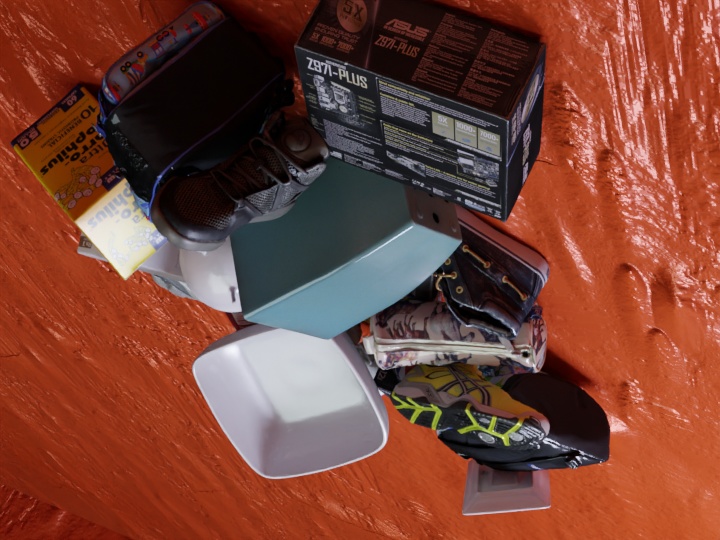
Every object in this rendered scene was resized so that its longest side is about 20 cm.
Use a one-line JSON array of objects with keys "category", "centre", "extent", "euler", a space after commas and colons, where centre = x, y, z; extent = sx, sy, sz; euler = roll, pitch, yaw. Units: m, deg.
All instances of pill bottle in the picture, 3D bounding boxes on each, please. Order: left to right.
[{"category": "pill bottle", "centre": [-0.112, 0.030, 1.655], "extent": [0.112, 0.113, 0.201], "euler": [-1, 125, 47]}]

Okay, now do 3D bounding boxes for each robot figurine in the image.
[{"category": "robot figurine", "centre": [-0.127, -0.025, 1.478], "extent": [0.169, 0.200, 0.113], "euler": [41, 112, -2]}]

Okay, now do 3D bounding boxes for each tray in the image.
[{"category": "tray", "centre": [0.182, 0.257, 1.702], "extent": [0.106, 0.022, 0.200], "euler": [-7, -171, 8]}]

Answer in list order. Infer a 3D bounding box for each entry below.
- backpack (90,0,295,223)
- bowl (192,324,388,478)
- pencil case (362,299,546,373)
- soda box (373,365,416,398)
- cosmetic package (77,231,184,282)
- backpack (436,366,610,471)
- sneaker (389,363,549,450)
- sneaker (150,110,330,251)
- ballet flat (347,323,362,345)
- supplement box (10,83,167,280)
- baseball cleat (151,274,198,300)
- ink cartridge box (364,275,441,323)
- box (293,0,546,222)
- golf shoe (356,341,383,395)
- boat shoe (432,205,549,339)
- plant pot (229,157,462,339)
[{"category": "backpack", "centre": [-0.169, -0.142, 1.339], "extent": [0.135, 0.182, 0.200], "euler": [47, 162, 4]}, {"category": "bowl", "centre": [-0.073, 0.137, 1.597], "extent": [0.198, 0.075, 0.201], "euler": [-17, 115, 26]}, {"category": "pencil case", "centre": [0.106, 0.072, 1.510], "extent": [0.197, 0.079, 0.089], "euler": [0, -171, 13]}, {"category": "soda box", "centre": [0.074, 0.139, 1.694], "extent": [0.063, 0.071, 0.200], "euler": [22, 171, 17]}, {"category": "cosmetic package", "centre": [-0.236, -0.029, 1.663], "extent": [0.101, 0.075, 0.199], "euler": [9, 173, 34]}, {"category": "backpack", "centre": [0.181, 0.178, 1.649], "extent": [0.162, 0.155, 0.200], "euler": [22, 146, -24]}, {"category": "sneaker", "centre": [0.125, 0.140, 1.515], "extent": [0.198, 0.077, 0.076], "euler": [14, 148, 36]}, {"category": "sneaker", "centre": [-0.100, -0.084, 1.201], "extent": [0.076, 0.199, 0.114], "euler": [51, 125, 11]}, {"category": "ballet flat", "centre": [-0.087, 0.049, 1.758], "extent": [0.199, 0.063, 0.067], "euler": [32, 158, -6]}, {"category": "supplement box", "centre": [-0.291, -0.103, 1.532], "extent": [0.200, 0.109, 0.110], "euler": [42, 171, 44]}, {"category": "baseball cleat", "centre": [-0.268, -0.016, 1.817], "extent": [0.106, 0.070, 0.200], "euler": [-1, 142, 47]}, {"category": "ink cartridge box", "centre": [0.000, 0.000, 1.595], "extent": [0.198, 0.047, 0.198], "euler": [20, 156, 12]}, {"category": "box", "centre": [0.054, -0.149, 1.193], "extent": [0.198, 0.087, 0.164], "euler": [21, 156, 17]}, {"category": "golf shoe", "centre": [-0.026, 0.134, 1.717], "extent": [0.075, 0.199, 0.092], "euler": [51, 175, 39]}, {"category": "boat shoe", "centre": [0.095, -0.010, 1.416], "extent": [0.199, 0.092, 0.071], "euler": [28, 156, 2]}, {"category": "plant pot", "centre": [-0.010, -0.041, 1.350], "extent": [0.199, 0.143, 0.141], "euler": [-25, 155, 32]}]
